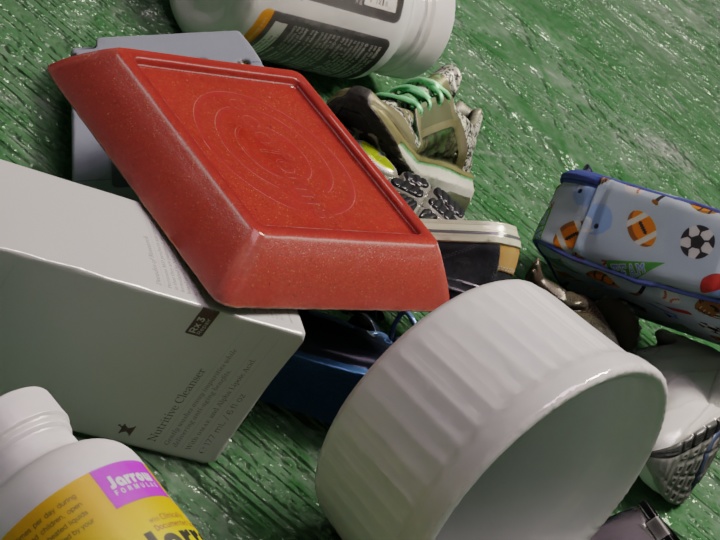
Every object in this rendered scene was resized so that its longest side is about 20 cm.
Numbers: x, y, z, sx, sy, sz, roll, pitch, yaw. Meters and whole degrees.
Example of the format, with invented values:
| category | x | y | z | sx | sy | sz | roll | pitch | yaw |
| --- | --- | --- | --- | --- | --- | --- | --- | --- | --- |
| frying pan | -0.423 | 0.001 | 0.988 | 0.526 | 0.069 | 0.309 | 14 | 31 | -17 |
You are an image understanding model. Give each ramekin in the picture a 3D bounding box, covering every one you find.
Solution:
| category | x | y | z | sx | sy | sz | roll | pitch | yaw |
| --- | --- | --- | --- | --- | --- | --- | --- | --- | --- |
| ramekin | 0.069 | 0.101 | 1.288 | 0.098 | 0.201 | 0.200 | 44 | 29 | 27 |

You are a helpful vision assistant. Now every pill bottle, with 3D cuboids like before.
| category | x | y | z | sx | sy | sz | roll | pitch | yaw |
| --- | --- | --- | --- | --- | --- | --- | --- | --- | --- |
| pill bottle | -0.033 | -0.204 | 1.686 | 0.199 | 0.117 | 0.117 | 10 | 39 | -42 |
| pill bottle | -0.120 | 0.152 | 1.091 | 0.200 | 0.104 | 0.104 | 49 | 31 | 19 |

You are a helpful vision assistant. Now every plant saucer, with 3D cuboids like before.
| category | x | y | z | sx | sy | sz | roll | pitch | yaw |
| --- | --- | --- | --- | --- | --- | --- | --- | --- | --- |
| plant saucer | -0.054 | -0.058 | 1.321 | 0.199 | 0.037 | 0.200 | 3 | 41 | -50 |

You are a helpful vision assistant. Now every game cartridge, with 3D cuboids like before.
| category | x | y | z | sx | sy | sz | roll | pitch | yaw |
| --- | --- | --- | --- | --- | --- | --- | --- | --- | --- |
| game cartridge | -0.115 | -0.081 | 1.438 | 0.132 | 0.042 | 0.201 | 0 | 39 | -7 |

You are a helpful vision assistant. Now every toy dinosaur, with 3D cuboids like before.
| category | x | y | z | sx | sy | sz | roll | pitch | yaw |
| --- | --- | --- | --- | --- | --- | --- | --- | --- | --- |
| toy dinosaur | 0.141 | 0.058 | 1.549 | 0.102 | 0.077 | 0.200 | 27 | 27 | -4 |

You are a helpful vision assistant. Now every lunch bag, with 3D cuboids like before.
| category | x | y | z | sx | sy | sz | roll | pitch | yaw |
| --- | --- | --- | --- | --- | --- | --- | --- | --- | --- |
| lunch bag | 0.220 | -0.002 | 1.622 | 0.199 | 0.076 | 0.160 | 22 | -9 | 23 |

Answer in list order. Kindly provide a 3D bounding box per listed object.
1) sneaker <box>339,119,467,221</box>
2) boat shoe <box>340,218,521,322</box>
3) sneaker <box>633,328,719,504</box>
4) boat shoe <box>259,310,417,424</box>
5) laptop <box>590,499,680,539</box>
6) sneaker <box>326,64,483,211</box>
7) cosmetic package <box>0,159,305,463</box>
| category | x | y | z | sx | sy | sz | roll | pitch | yaw |
| --- | --- | --- | --- | --- | --- | --- | --- | --- | --- |
| sneaker | 0.005 | -0.029 | 1.513 | 0.200 | 0.080 | 0.077 | 40 | 39 | 11 |
| boat shoe | 0.000 | 0.000 | 1.425 | 0.198 | 0.063 | 0.075 | 2 | -3 | 5 |
| sneaker | 0.213 | 0.098 | 1.594 | 0.087 | 0.075 | 0.200 | 29 | 21 | 9 |
| boat shoe | -0.002 | 0.051 | 1.387 | 0.199 | 0.084 | 0.069 | 25 | 42 | -26 |
| laptop | 0.184 | 0.250 | 1.390 | 0.188 | 0.116 | 0.200 | 57 | 5 | 29 |
| sneaker | 0.034 | -0.108 | 1.592 | 0.076 | 0.089 | 0.200 | 21 | -4 | 23 |
| cosmetic package | -0.144 | 0.023 | 1.244 | 0.199 | 0.113 | 0.081 | 14 | 36 | -34 |
